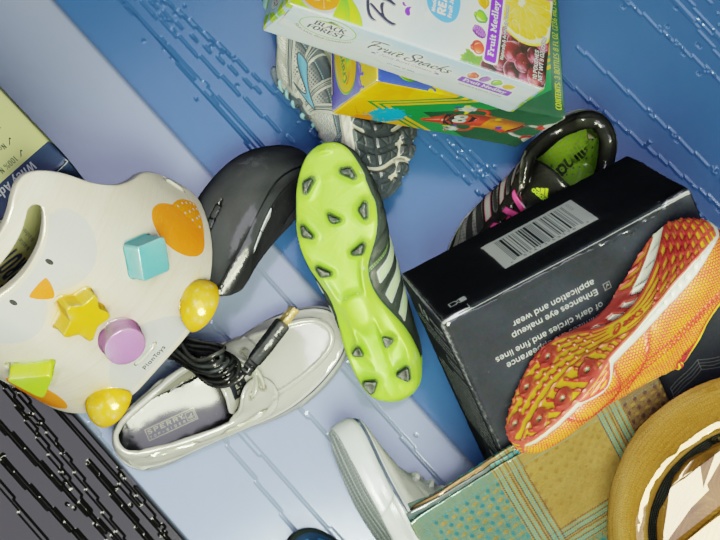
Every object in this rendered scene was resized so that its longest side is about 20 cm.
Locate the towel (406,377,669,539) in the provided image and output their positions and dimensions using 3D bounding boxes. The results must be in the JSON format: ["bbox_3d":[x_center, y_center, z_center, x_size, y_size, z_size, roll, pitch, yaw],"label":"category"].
[{"bbox_3d":[0.144,0.171,1.228,0.200,0.022,0.147,-31,115,-6],"label":"towel"}]

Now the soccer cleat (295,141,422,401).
[{"bbox_3d":[0.000,0.000,1.310,0.067,0.081,0.201,-14,99,11],"label":"soccer cleat"}]

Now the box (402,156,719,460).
[{"bbox_3d":[0.164,0.056,1.268,0.196,0.117,0.201,-27,111,-5],"label":"box"}]

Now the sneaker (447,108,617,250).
[{"bbox_3d":[0.130,-0.047,1.333,0.074,0.087,0.200,38,83,4],"label":"sneaker"}]

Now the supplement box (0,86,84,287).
[{"bbox_3d":[-0.331,-0.060,1.281,0.200,0.134,0.200,-43,75,-6],"label":"supplement box"}]

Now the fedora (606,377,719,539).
[{"bbox_3d":[0.265,0.165,1.168,0.200,0.082,0.201,-3,81,19],"label":"fedora"}]

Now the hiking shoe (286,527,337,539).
[{"bbox_3d":[0.011,0.240,1.253,0.074,0.087,0.200,-12,40,-33],"label":"hiking shoe"}]

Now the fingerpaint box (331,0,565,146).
[{"bbox_3d":[0.063,-0.209,1.315,0.166,0.073,0.201,8,71,-29],"label":"fingerpaint box"}]

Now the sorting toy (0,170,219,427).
[{"bbox_3d":[-0.214,0.011,1.237,0.200,0.180,0.107,-48,49,7],"label":"sorting toy"}]

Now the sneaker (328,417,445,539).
[{"bbox_3d":[0.050,0.188,1.313,0.071,0.073,0.200,-34,93,-15],"label":"sneaker"}]

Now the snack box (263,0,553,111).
[{"bbox_3d":[0.040,-0.208,1.227,0.199,0.053,0.143,16,68,-22],"label":"snack box"}]

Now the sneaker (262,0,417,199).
[{"bbox_3d":[-0.021,-0.143,1.351,0.086,0.077,0.201,-22,78,39],"label":"sneaker"}]

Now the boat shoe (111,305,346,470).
[{"bbox_3d":[-0.098,0.086,1.317,0.199,0.066,0.072,-24,83,-5],"label":"boat shoe"}]

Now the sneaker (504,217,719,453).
[{"bbox_3d":[0.181,0.056,1.174,0.200,0.073,0.077,-43,123,4],"label":"sneaker"}]

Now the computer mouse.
[{"bbox_3d":[-0.089,-0.011,1.304,0.140,0.046,0.200,30,75,37],"label":"computer mouse"}]
